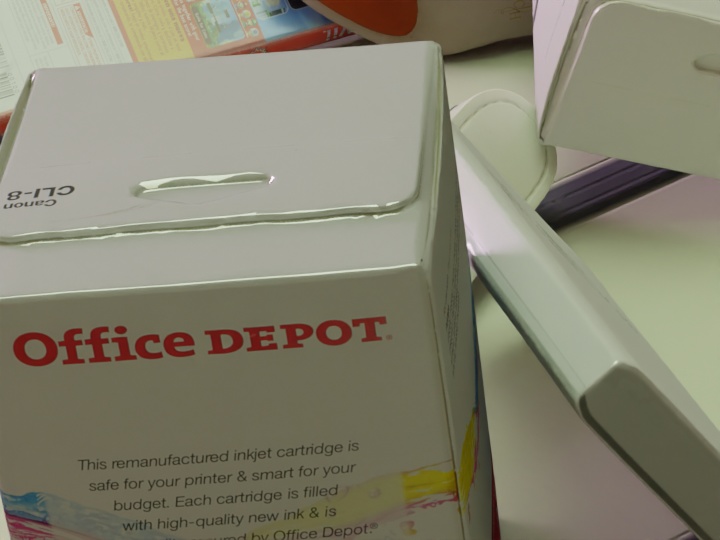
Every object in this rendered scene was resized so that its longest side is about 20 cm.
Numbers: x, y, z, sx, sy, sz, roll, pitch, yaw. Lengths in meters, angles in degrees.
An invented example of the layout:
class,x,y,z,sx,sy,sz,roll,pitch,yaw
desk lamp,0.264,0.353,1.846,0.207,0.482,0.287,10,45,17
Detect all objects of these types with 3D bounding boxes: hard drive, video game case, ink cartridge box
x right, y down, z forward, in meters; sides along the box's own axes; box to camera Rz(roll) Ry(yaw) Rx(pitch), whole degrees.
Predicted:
class,x,y,z,sx,sy,sz,roll,pitch,yaw
hard drive,0.080,0.023,1.036,0.026,0.132,0.200,-41,35,6
video game case,-0.108,-0.148,1.371,0.199,0.017,0.143,-17,65,-14
ink cartridge box,-0.034,0.046,0.953,0.145,0.201,0.145,-4,33,6
ink cartridge box,0.148,-0.130,1.232,0.146,0.084,0.200,11,42,-7

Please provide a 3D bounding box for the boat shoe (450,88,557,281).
class,x,y,z,sx,sy,sz,roll,pitch,yaw
boat shoe,0.000,0.000,1.162,0.200,0.073,0.062,-42,10,-35

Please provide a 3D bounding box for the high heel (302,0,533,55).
class,x,y,z,sx,sy,sz,roll,pitch,yaw
high heel,0.061,-0.145,1.347,0.199,0.068,0.096,16,47,9
